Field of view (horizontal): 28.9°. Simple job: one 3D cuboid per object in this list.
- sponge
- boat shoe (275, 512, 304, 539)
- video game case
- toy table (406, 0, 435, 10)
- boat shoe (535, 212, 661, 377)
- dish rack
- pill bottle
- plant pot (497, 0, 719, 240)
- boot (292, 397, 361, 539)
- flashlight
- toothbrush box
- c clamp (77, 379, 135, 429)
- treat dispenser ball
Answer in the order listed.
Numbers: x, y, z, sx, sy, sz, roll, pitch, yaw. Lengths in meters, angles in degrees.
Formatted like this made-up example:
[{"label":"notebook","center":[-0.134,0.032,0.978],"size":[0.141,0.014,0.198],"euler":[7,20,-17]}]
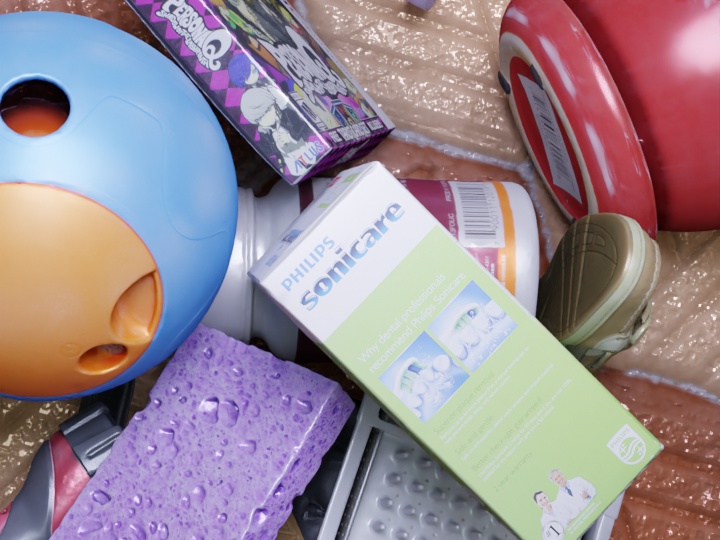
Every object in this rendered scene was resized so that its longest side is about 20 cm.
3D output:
[{"label":"sponge","center":[-0.099,0.131,0.747],"size":[0.111,0.030,0.200],"euler":[21,70,36]},{"label":"boat shoe","center":[-0.086,0.131,0.816],"size":[0.074,0.200,0.069],"euler":[26,117,-34]},{"label":"video game case","center":[-0.065,-0.135,0.821],"size":[0.036,0.200,0.181],"euler":[-42,89,15]},{"label":"toy table","center":[0.034,-0.276,0.865],"size":[0.117,0.184,0.200],"euler":[29,110,3]},{"label":"boat shoe","center":[0.140,0.024,0.824],"size":[0.063,0.201,0.073],"euler":[12,65,-6]},{"label":"dish rack","center":[0.056,0.161,0.822],"size":[0.171,0.044,0.200],"euler":[22,76,-13]},{"label":"pill bottle","center":[0.000,0.000,0.853],"size":[0.200,0.114,0.114],"euler":[1,84,-6]},{"label":"plant pot","center":[0.195,-0.113,0.845],"size":[0.182,0.200,0.201],"euler":[-25,87,-5]},{"label":"boot","center":[0.017,0.195,0.863],"size":[0.165,0.066,0.200],"euler":[26,77,-5]},{"label":"flashlight","center":[-0.217,0.154,0.799],"size":[0.200,0.068,0.068],"euler":[-31,108,-13]},{"label":"toothbrush box","center":[0.041,0.043,0.729],"size":[0.200,0.146,0.086],"euler":[43,87,-6]},{"label":"c clamp","center":[-0.222,0.091,0.833],"size":[0.171,0.027,0.200],"euler":[5,97,-27]},{"label":"treat dispenser ball","center":[-0.164,-0.032,0.728],"size":[0.200,0.201,0.201],"euler":[1,84,-6]}]
